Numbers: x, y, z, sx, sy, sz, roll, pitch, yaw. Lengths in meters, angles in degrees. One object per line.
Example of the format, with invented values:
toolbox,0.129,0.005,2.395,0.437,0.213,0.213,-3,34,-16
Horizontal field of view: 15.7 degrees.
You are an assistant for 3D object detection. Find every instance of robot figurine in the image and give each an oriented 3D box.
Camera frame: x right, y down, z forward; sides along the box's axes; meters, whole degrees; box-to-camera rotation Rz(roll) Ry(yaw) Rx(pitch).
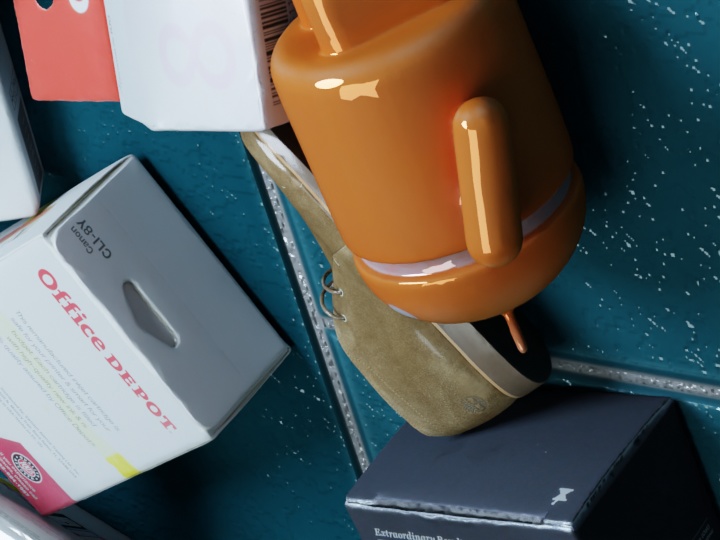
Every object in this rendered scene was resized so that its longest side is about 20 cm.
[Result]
robot figurine,0.032,-0.060,1.165,0.143,0.117,0.201,2,127,41

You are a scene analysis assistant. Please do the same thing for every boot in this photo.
boot,0.000,0.000,1.274,0.075,0.074,0.200,-38,99,28

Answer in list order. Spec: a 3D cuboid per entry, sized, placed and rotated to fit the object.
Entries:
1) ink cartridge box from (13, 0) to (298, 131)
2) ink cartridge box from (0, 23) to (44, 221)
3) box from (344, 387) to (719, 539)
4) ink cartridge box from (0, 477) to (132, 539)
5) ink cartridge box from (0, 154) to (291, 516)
ink cartridge box,-0.115,-0.150,1.234,0.199,0.057,0.164,2,108,36
ink cartridge box,-0.275,-0.106,1.387,0.172,0.044,0.201,-8,127,5
box,0.105,0.166,1.324,0.147,0.104,0.201,4,127,40
ink cartridge box,-0.207,0.216,1.546,0.144,0.148,0.200,31,180,17
ink cartridge box,-0.153,0.040,1.454,0.145,0.083,0.200,51,143,-11
